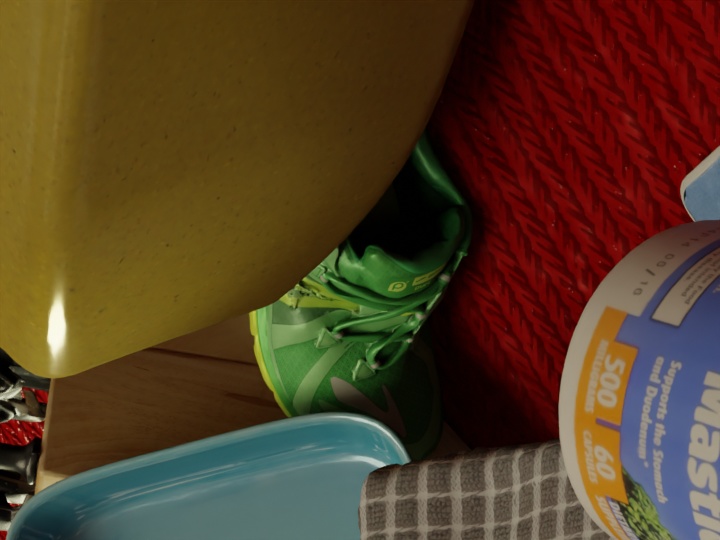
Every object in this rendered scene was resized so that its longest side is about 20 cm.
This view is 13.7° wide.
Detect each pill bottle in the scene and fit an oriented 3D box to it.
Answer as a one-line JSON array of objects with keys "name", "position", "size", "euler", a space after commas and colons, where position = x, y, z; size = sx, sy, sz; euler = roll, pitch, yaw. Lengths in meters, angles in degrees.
[{"name": "pill bottle", "position": [0.160, 0.054, 0.884], "size": [0.200, 0.112, 0.113], "euler": [17, 131, 53]}]

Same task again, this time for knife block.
[{"name": "knife block", "position": [-0.103, 0.087, 1.250], "size": [0.200, 0.175, 0.064], "euler": [47, 151, 21]}]

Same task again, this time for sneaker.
[{"name": "sneaker", "position": [0.000, 0.000, 1.160], "size": [0.083, 0.074, 0.201], "euler": [31, 141, 48]}]

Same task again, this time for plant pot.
[{"name": "plant pot", "position": [-0.089, -0.083, 1.051], "size": [0.194, 0.195, 0.201], "euler": [37, 132, 35]}]

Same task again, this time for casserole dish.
[{"name": "casserole dish", "position": [-0.050, 0.128, 1.183], "size": [0.039, 0.199, 0.122], "euler": [18, -122, -72]}]

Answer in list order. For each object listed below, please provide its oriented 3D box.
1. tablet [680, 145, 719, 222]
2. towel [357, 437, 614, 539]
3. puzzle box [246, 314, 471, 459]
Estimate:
[{"name": "tablet", "position": [0.185, 0.030, 0.953], "size": [0.201, 0.014, 0.130], "euler": [56, 152, 7]}, {"name": "towel", "position": [0.073, 0.149, 1.043], "size": [0.165, 0.085, 0.201], "euler": [-18, 63, 45]}, {"name": "puzzle box", "position": [0.013, 0.101, 1.289], "size": [0.200, 0.025, 0.133], "euler": [48, 150, 19]}]
